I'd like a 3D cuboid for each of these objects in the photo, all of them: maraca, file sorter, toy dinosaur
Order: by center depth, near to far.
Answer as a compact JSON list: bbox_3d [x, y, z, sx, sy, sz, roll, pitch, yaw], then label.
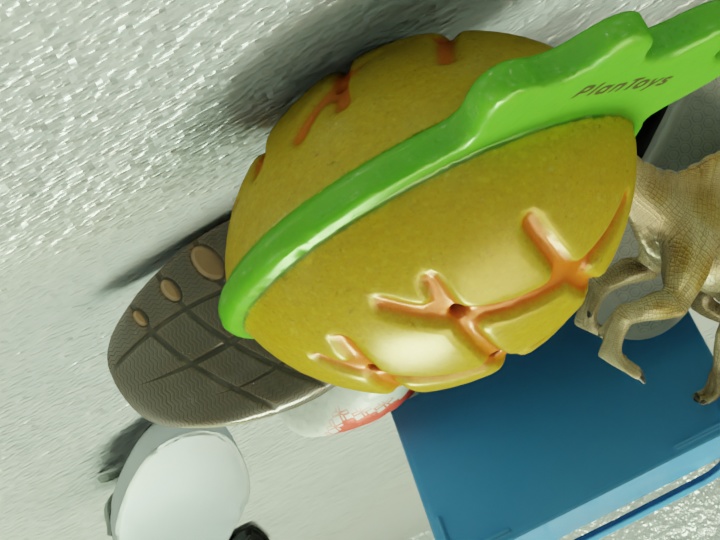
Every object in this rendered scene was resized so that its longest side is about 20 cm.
[{"bbox_3d":[0.035,-0.028,0.773,0.137,0.107,0.200,-17,165,-46],"label":"maraca"},{"bbox_3d":[0.126,-0.009,0.985,0.200,0.058,0.101,25,102,-39],"label":"toy dinosaur"},{"bbox_3d":[0.101,0.076,1.124,0.139,0.200,0.123,-28,126,6],"label":"file sorter"}]

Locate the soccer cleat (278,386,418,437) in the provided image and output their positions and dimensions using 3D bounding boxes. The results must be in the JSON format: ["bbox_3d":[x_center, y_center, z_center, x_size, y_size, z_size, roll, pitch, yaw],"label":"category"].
[{"bbox_3d":[0.015,0.008,1.045,0.085,0.069,0.200,-3,151,-48],"label":"soccer cleat"}]

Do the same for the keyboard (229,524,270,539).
[{"bbox_3d":[-0.121,0.240,1.975,0.104,0.040,0.200,-50,171,-7],"label":"keyboard"}]

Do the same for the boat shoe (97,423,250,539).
[{"bbox_3d":[-0.100,0.126,1.302,0.073,0.068,0.200,-15,143,-11],"label":"boat shoe"}]

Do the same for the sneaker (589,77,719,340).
[{"bbox_3d":[0.156,-0.071,1.041,0.200,0.071,0.099,-55,-170,25],"label":"sneaker"}]

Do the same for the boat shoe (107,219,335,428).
[{"bbox_3d":[0.000,0.000,0.927,0.200,0.076,0.072,-27,172,5],"label":"boat shoe"}]
